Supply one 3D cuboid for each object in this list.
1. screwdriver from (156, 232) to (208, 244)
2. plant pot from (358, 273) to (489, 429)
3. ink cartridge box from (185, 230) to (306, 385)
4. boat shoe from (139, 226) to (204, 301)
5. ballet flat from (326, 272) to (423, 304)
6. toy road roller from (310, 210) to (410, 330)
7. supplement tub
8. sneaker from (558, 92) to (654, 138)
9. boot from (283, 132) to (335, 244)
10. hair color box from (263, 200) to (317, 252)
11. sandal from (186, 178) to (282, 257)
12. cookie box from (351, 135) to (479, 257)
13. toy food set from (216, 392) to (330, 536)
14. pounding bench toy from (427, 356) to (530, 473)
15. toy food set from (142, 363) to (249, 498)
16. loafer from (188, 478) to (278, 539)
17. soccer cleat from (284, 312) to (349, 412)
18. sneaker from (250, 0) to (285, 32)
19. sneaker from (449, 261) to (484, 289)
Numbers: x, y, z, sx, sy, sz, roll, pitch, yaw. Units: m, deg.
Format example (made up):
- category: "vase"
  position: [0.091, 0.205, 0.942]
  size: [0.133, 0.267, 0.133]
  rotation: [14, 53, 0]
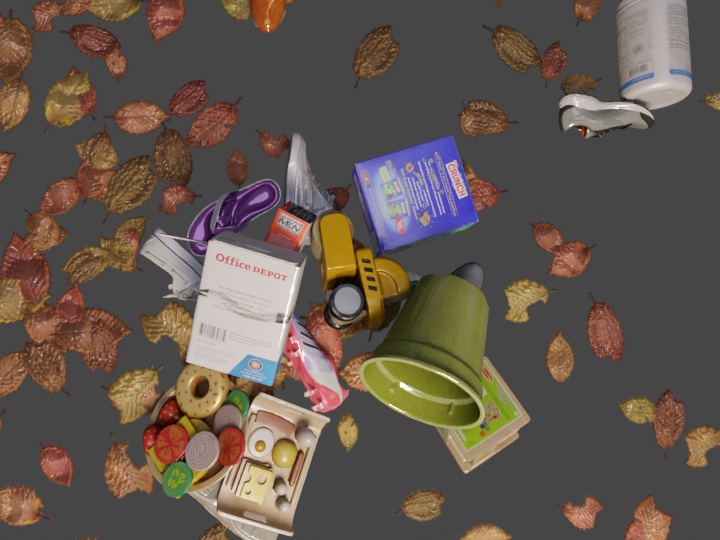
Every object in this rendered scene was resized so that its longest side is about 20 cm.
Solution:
- category: "screwdriver"
  position: [-0.259, -0.043, 0.937]
  size: [0.196, 0.028, 0.029]
  rotation: [7, 45, -27]
- category: "plant pot"
  position: [0.120, 0.115, 0.834]
  size: [0.198, 0.201, 0.186]
  rotation: [29, 59, -4]
- category: "ink cartridge box"
  position: [-0.177, 0.057, 0.831]
  size: [0.141, 0.084, 0.204]
  rotation: [16, 105, -1]
- category: "boat shoe"
  position: [-0.309, 0.020, 0.929]
  size: [0.201, 0.075, 0.086]
  rotation: [41, 81, 0]
- category: "ballet flat"
  position: [0.027, 0.028, 0.982]
  size: [0.196, 0.072, 0.073]
  rotation: [-14, 87, -9]
- category: "toy road roller"
  position: [0.000, 0.000, 0.898]
  size: [0.143, 0.123, 0.204]
  rotation: [-11, 77, -12]
- category: "supplement tub"
  position: [0.587, -0.442, 1.063]
  size: [0.129, 0.132, 0.205]
  rotation: [1, 85, -8]
- category: "sneaker"
  position: [0.495, -0.304, 1.075]
  size: [0.195, 0.074, 0.081]
  rotation: [7, 94, -1]
- category: "boot"
  position: [-0.094, -0.148, 0.981]
  size: [0.093, 0.073, 0.205]
  rotation: [4, 93, -13]
- category: "hair color box"
  position: [-0.146, -0.011, 0.909]
  size: [0.060, 0.102, 0.203]
  rotation: [26, 103, -4]
- category: "sandal"
  position: [-0.234, -0.105, 0.961]
  size: [0.202, 0.050, 0.083]
  rotation: [-39, 91, -9]
- category: "cookie box"
  position: [0.101, -0.138, 0.998]
  size: [0.196, 0.075, 0.175]
  rotation: [-17, 88, -9]
- category: "toy food set"
  position: [-0.146, 0.331, 0.908]
  size: [0.141, 0.060, 0.204]
  rotation: [25, 73, -19]
- category: "pounding bench toy"
  position: [0.184, 0.232, 0.950]
  size: [0.123, 0.157, 0.202]
  rotation: [-29, 62, -8]
- category: "toy food set"
  position: [-0.275, 0.266, 0.887]
  size: [0.200, 0.049, 0.197]
  rotation: [-44, 62, -10]
- category: "loafer"
  position: [-0.229, 0.406, 0.923]
  size: [0.199, 0.063, 0.072]
  rotation: [41, 48, -6]
- category: "soccer cleat"
  position: [-0.091, 0.158, 0.962]
  size: [0.076, 0.066, 0.203]
  rotation: [-22, 82, -40]
- category: "sneaker"
  position: [-0.168, -0.552, 0.994]
  size: [0.071, 0.077, 0.205]
  rotation: [8, 86, -9]
- category: "sneaker"
  position: [0.174, 0.067, 0.985]
  size: [0.074, 0.088, 0.201]
  rotation: [40, 82, -3]
